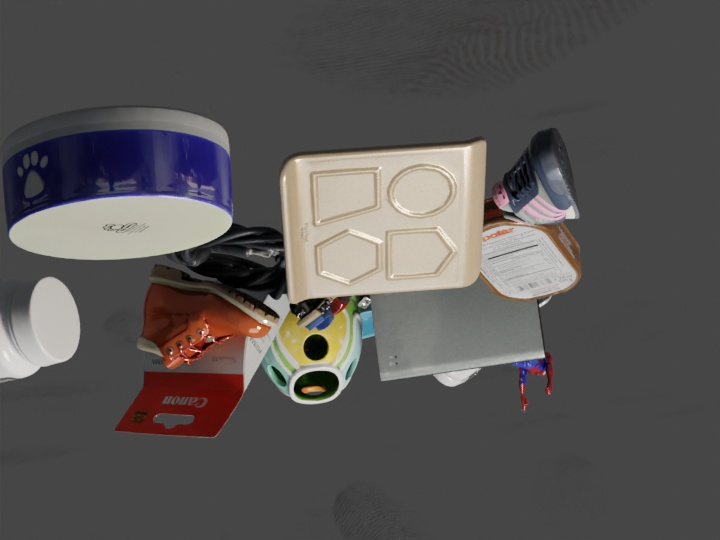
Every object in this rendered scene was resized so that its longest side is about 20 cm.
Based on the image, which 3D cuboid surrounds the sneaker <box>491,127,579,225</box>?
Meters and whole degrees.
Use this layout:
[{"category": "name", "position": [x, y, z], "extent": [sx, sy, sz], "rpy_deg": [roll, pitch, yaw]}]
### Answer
[{"category": "sneaker", "position": [0.166, -0.081, 1.516], "extent": [0.081, 0.071, 0.200], "rpy_deg": [-11, 164, 8]}]

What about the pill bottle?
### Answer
[{"category": "pill bottle", "position": [-0.424, 0.072, 1.779], "extent": [0.198, 0.115, 0.114], "rpy_deg": [-12, 165, 23]}]

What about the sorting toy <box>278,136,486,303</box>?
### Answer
[{"category": "sorting toy", "position": [0.022, -0.051, 1.512], "extent": [0.197, 0.037, 0.187], "rpy_deg": [-7, 134, -6]}]

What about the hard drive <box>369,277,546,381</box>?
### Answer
[{"category": "hard drive", "position": [0.113, 0.048, 1.860], "extent": [0.197, 0.142, 0.033], "rpy_deg": [-9, 173, 9]}]

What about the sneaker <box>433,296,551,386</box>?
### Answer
[{"category": "sneaker", "position": [0.161, 0.051, 1.905], "extent": [0.200, 0.075, 0.115], "rpy_deg": [-47, 180, -34]}]

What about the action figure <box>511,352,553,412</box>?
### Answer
[{"category": "action figure", "position": [0.271, 0.171, 2.534], "extent": [0.064, 0.100, 0.200], "rpy_deg": [-10, 168, 20]}]

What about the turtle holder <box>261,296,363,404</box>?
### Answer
[{"category": "turtle holder", "position": [-0.054, 0.074, 1.890], "extent": [0.139, 0.133, 0.186], "rpy_deg": [12, 138, -26]}]

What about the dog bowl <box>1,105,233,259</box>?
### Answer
[{"category": "dog bowl", "position": [-0.210, -0.073, 1.365], "extent": [0.197, 0.080, 0.200], "rpy_deg": [-6, 166, -2]}]

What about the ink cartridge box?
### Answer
[{"category": "ink cartridge box", "position": [-0.186, 0.095, 1.779], "extent": [0.159, 0.201, 0.047], "rpy_deg": [-1, 135, 36]}]

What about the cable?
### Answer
[{"category": "cable", "position": [-0.131, -0.008, 1.675], "extent": [0.161, 0.052, 0.199], "rpy_deg": [10, 169, -26]}]

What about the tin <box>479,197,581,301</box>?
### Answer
[{"category": "tin", "position": [0.178, -0.021, 1.738], "extent": [0.111, 0.042, 0.200], "rpy_deg": [-19, 149, 18]}]

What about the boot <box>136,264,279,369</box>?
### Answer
[{"category": "boot", "position": [-0.171, 0.064, 1.729], "extent": [0.199, 0.108, 0.075], "rpy_deg": [11, 168, 45]}]

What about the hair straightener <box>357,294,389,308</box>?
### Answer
[{"category": "hair straightener", "position": [0.000, 0.000, 1.762], "extent": [0.041, 0.078, 0.200], "rpy_deg": [-28, 157, 16]}]

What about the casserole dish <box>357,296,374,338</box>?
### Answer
[{"category": "casserole dish", "position": [0.000, 0.057, 2.067], "extent": [0.120, 0.039, 0.199], "rpy_deg": [8, 160, -44]}]

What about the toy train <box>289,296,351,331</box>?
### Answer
[{"category": "toy train", "position": [-0.034, 0.028, 1.757], "extent": [0.034, 0.046, 0.200], "rpy_deg": [-35, -177, 21]}]
